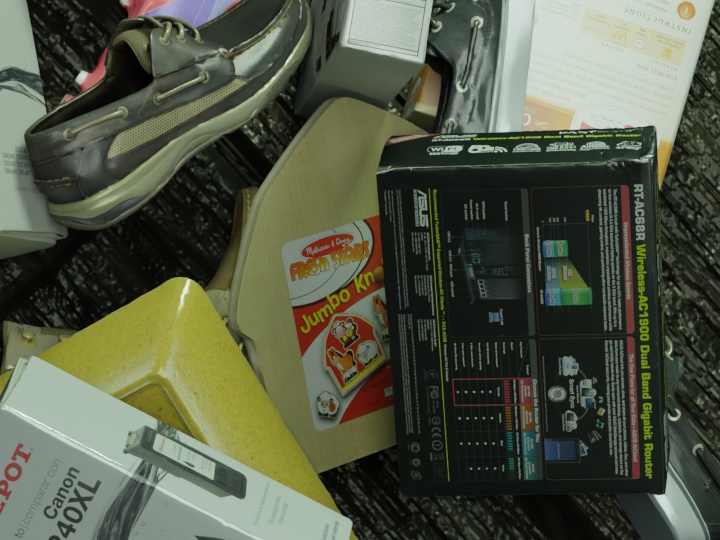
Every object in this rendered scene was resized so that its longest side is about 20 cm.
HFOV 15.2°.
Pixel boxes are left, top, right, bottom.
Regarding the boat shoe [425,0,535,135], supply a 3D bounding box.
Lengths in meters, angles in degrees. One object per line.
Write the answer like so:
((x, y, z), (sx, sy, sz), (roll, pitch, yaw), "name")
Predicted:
((0.058, -0.119, 1.521), (0.066, 0.070, 0.201), (6, 90, -7), "boat shoe")

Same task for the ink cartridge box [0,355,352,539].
((-0.126, 0.158, 1.420), (0.199, 0.083, 0.146), (27, 108, -4), "ink cartridge box")

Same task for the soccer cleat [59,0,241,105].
((-0.130, -0.097, 1.563), (0.076, 0.067, 0.201), (31, 77, -8), "soccer cleat")

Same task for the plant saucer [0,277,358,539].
((-0.128, 0.136, 1.483), (0.199, 0.048, 0.201), (-29, 102, 12), "plant saucer")

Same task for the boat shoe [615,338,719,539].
((0.162, 0.072, 1.575), (0.066, 0.070, 0.201), (-29, 88, -20), "boat shoe")

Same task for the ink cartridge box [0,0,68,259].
((-0.259, -0.100, 1.506), (0.144, 0.084, 0.201), (-12, 84, 20), "ink cartridge box")

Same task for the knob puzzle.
((0.000, 0.000, 1.539), (0.219, 0.030, 0.221), (-2, 93, -37), "knob puzzle")

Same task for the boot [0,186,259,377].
((-0.126, 0.037, 1.543), (0.154, 0.073, 0.201), (12, 84, -5), "boot")

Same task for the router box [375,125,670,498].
((0.091, 0.023, 1.479), (0.149, 0.062, 0.201), (-1, 111, 9), "router box")

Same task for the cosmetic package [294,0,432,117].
((0.002, -0.140, 1.516), (0.050, 0.200, 0.083), (12, 81, -7), "cosmetic package")

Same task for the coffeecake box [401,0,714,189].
((0.125, -0.158, 1.600), (0.153, 0.073, 0.201), (18, 81, -5), "coffeecake box")

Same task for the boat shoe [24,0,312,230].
((-0.105, -0.105, 1.500), (0.200, 0.074, 0.074), (-45, 121, -28), "boat shoe")
